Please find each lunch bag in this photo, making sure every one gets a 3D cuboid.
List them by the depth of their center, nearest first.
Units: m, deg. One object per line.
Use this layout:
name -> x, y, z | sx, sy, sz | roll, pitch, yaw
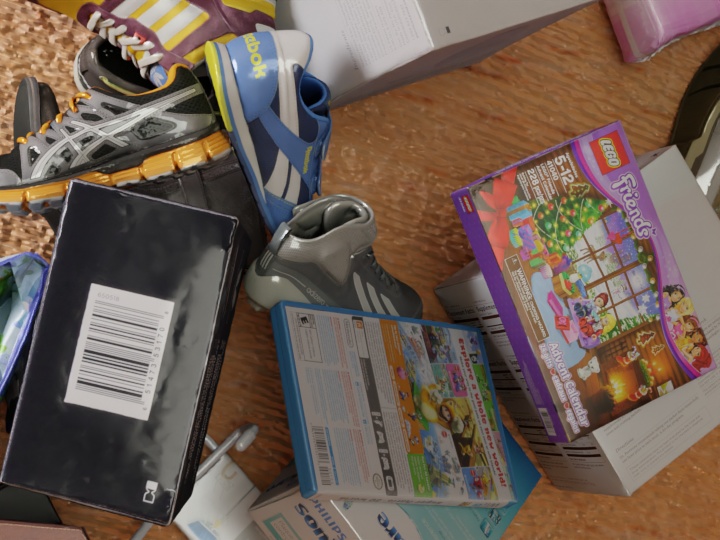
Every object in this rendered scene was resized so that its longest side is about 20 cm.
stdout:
lunch bag -> -0.291, 0.074, 1.149 | 0.127, 0.170, 0.200 | 42, 75, -8

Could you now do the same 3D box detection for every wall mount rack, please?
wall mount rack -> -0.106, 0.218, 1.249 | 0.174, 0.074, 0.200 | -44, 98, -17

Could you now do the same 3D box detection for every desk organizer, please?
desk organizer -> -0.234, 0.187, 1.144 | 0.071, 0.200, 0.078 | -28, 92, -18

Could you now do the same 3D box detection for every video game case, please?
video game case -> 0.027, 0.101, 1.211 | 0.198, 0.018, 0.145 | 9, 59, -39

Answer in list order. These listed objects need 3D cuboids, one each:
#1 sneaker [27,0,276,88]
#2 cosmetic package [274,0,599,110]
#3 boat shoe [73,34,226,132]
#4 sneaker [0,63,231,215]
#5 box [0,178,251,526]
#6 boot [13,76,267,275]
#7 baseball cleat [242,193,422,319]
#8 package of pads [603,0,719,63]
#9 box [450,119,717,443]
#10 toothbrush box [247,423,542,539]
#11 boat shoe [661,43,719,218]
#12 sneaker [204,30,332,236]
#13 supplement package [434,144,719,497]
sneaker -> -0.157, -0.179, 1.207 | 0.197, 0.075, 0.091 | 6, 81, -13
cosmetic package -> 0.053, -0.217, 1.255 | 0.198, 0.199, 0.124 | -21, 90, -34
boat shoe -> -0.120, -0.149, 1.285 | 0.198, 0.060, 0.073 | 3, 84, -18
sneaker -> -0.195, -0.089, 1.170 | 0.198, 0.078, 0.078 | -15, 92, -11
box -> -0.152, 0.055, 1.120 | 0.116, 0.200, 0.199 | 13, 87, -1
boot -> -0.164, -0.069, 1.267 | 0.172, 0.069, 0.202 | -20, 98, -22
baseball cleat -> 0.000, 0.000, 1.255 | 0.199, 0.070, 0.107 | 5, 123, -54
package of pads -> 0.251, -0.291, 1.414 | 0.119, 0.076, 0.202 | -23, 92, -20
box -> 0.166, 0.008, 1.222 | 0.136, 0.039, 0.202 | -24, 93, -18
toothbrush box -> 0.031, 0.169, 1.250 | 0.147, 0.085, 0.200 | 52, 41, -8
boat shoe -> 0.315, -0.122, 1.427 | 0.068, 0.075, 0.201 | 33, 83, -19
sneaker -> -0.052, -0.093, 1.217 | 0.081, 0.201, 0.074 | -22, 48, -4
supplement package -> 0.203, 0.042, 1.329 | 0.190, 0.147, 0.201 | -34, 96, -18
